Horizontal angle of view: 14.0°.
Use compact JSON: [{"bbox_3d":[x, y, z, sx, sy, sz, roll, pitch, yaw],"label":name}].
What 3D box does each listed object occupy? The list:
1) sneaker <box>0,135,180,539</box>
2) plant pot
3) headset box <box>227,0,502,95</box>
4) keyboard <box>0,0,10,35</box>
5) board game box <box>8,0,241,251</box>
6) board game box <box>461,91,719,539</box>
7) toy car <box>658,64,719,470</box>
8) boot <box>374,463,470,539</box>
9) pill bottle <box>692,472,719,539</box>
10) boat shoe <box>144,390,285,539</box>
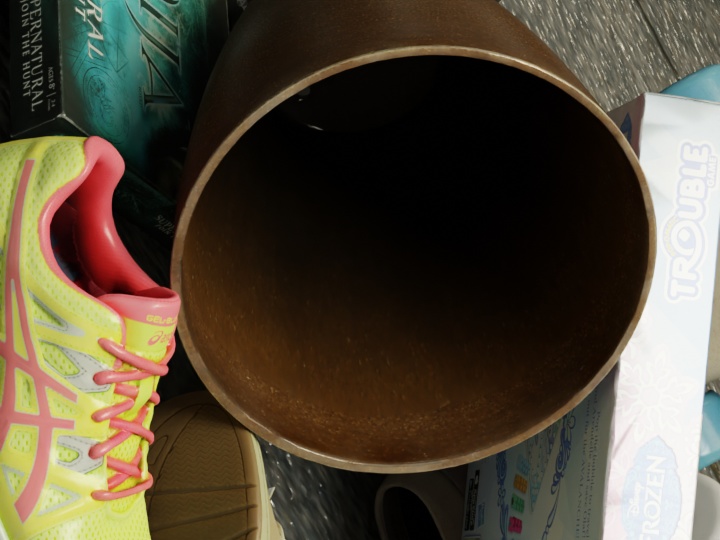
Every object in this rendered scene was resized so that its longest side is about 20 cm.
[{"bbox_3d":[-0.103,0.042,1.085,0.078,0.090,0.201,-13,86,-66],"label":"sneaker"},{"bbox_3d":[0.007,-0.051,1.191,0.187,0.187,0.200,55,10,-31],"label":"plant pot"},{"bbox_3d":[-0.011,-0.164,1.430,0.149,0.077,0.200,64,27,-12],"label":"headset box"},{"bbox_3d":[-0.114,-0.102,1.245,0.200,0.021,0.127,62,26,-17],"label":"keyboard"},{"bbox_3d":[-0.099,-0.116,1.230,0.135,0.028,0.201,37,40,-51],"label":"board game box"},{"bbox_3d":[0.096,0.039,1.247,0.199,0.043,0.201,156,-59,-76],"label":"board game box"},{"bbox_3d":[0.190,0.002,1.639,0.185,0.177,0.200,60,12,5],"label":"toy car"},{"bbox_3d":[0.053,0.076,1.383,0.146,0.070,0.201,-34,106,-51],"label":"boot"},{"bbox_3d":[0.184,0.210,1.523,0.200,0.111,0.111,57,29,-28],"label":"pill bottle"},{"bbox_3d":[-0.058,0.146,1.134,0.063,0.073,0.201,41,43,-58],"label":"boat shoe"}]
